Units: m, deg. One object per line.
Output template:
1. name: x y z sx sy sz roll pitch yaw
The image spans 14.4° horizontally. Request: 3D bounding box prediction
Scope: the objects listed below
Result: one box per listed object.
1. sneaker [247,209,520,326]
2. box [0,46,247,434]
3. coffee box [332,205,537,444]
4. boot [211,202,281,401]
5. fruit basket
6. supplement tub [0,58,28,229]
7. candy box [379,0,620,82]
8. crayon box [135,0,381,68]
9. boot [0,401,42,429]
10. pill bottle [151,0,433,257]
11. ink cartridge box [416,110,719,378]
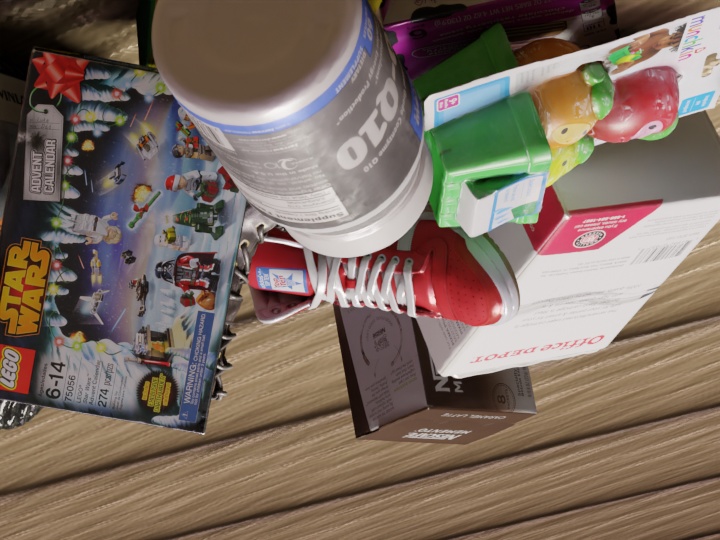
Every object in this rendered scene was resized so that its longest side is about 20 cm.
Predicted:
1. sneaker: 0.000 0.000 1.757 0.112 0.072 0.200 -26 -145 -32
2. box: -0.138 -0.017 1.628 0.136 0.202 0.040 9 -174 -7
3. coffee box: 0.043 0.014 1.993 0.114 0.201 0.079 6 157 -42
4. boot: -0.073 -0.007 1.689 0.199 0.175 0.069 13 -174 8
5. fruit basket: 0.129 -0.090 1.671 0.198 0.094 0.185 -12 164 -5
6. supplement tub: -0.210 -0.062 1.724 0.122 0.123 0.199 -20 162 31
7. candy box: 0.085 -0.151 1.709 0.135 0.061 0.200 -12 164 6
8. crayon box: -0.053 -0.161 1.597 0.126 0.051 0.200 -1 163 -12
9. boot: -0.252 0.041 1.962 0.211 0.080 0.158 -12 144 -54
10. pill bottle: -0.029 -0.090 1.532 0.113 0.115 0.200 -13 154 11
11. ink cartridge box: 0.135 -0.022 1.874 0.144 0.084 0.200 -8 152 -32
